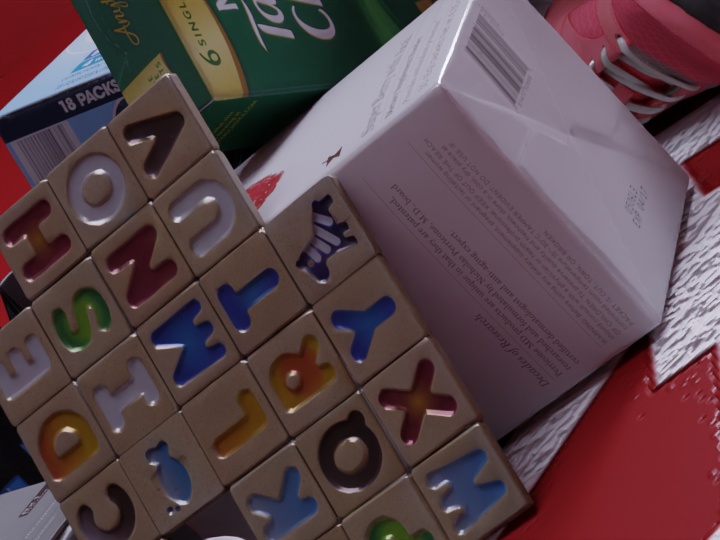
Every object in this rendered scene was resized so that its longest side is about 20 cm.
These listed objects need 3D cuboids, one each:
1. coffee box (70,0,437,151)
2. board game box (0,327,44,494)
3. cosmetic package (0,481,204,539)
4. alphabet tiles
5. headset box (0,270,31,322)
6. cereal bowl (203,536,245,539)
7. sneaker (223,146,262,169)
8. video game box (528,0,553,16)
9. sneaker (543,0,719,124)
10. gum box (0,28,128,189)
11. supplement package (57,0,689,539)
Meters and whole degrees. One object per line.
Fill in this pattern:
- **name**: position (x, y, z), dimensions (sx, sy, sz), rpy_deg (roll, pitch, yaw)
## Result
- **coffee box**: position (-0.030, -0.113, 1.131), dimensions (0.200, 0.123, 0.044), rpy_deg (-9, -24, -48)
- **board game box**: position (-0.234, 0.085, 1.349), dimensions (0.165, 0.200, 0.057), rpy_deg (-48, 15, -12)
- **cosmetic package**: position (-0.138, 0.150, 1.119), dimensions (0.200, 0.090, 0.107), rpy_deg (-18, 32, 56)
- **alphabet tiles**: position (-0.051, 0.040, 0.989), dimensions (0.167, 0.200, 0.008), rpy_deg (-38, -14, 27)
- **headset box**: position (-0.084, -0.024, 1.412), dimensions (0.200, 0.075, 0.149), rpy_deg (-46, -6, -10)
- **cereal bowl**: position (-0.074, 0.180, 0.843), dimensions (0.200, 0.083, 0.200), rpy_deg (-42, 13, 12)
- **sneaker**: position (-0.010, -0.083, 1.293), dimensions (0.200, 0.060, 0.104), rpy_deg (-41, 14, -18)
- **video game box**: position (0.115, -0.157, 1.370), dimensions (0.200, 0.047, 0.182), rpy_deg (-49, 16, -17)
- **sneaker**: position (0.114, -0.083, 1.144), dimensions (0.087, 0.074, 0.200), rpy_deg (-58, 10, -1)
- **gum box**: position (-0.053, -0.121, 1.293), dimensions (0.169, 0.045, 0.200), rpy_deg (-19, 21, 33)
- **supplement package**: position (0.006, 0.005, 1.047), dimensions (0.200, 0.120, 0.121), rpy_deg (-38, 15, 26)
